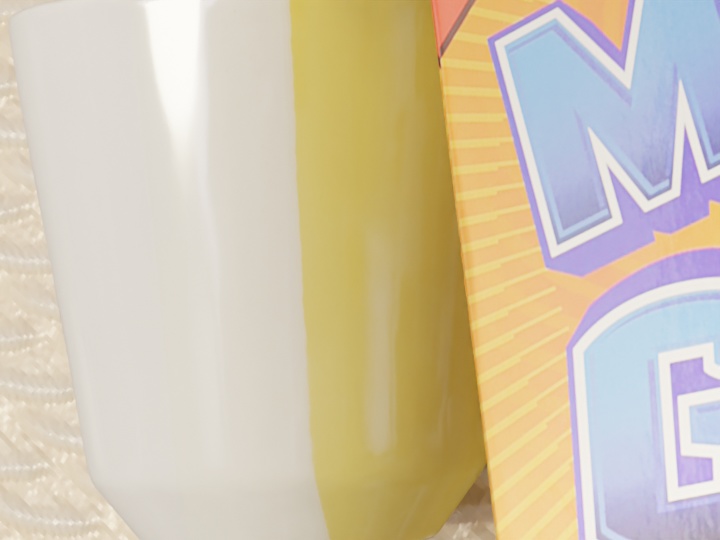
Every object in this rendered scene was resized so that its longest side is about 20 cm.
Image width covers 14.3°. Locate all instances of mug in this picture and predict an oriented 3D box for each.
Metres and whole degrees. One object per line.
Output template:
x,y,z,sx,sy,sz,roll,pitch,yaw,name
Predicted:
-0.010,0.000,0.801,0.186,0.149,0.154,-3,89,44,mug

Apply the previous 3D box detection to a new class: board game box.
0.156,0.003,0.614,0.199,0.199,0.201,-18,68,32,board game box
